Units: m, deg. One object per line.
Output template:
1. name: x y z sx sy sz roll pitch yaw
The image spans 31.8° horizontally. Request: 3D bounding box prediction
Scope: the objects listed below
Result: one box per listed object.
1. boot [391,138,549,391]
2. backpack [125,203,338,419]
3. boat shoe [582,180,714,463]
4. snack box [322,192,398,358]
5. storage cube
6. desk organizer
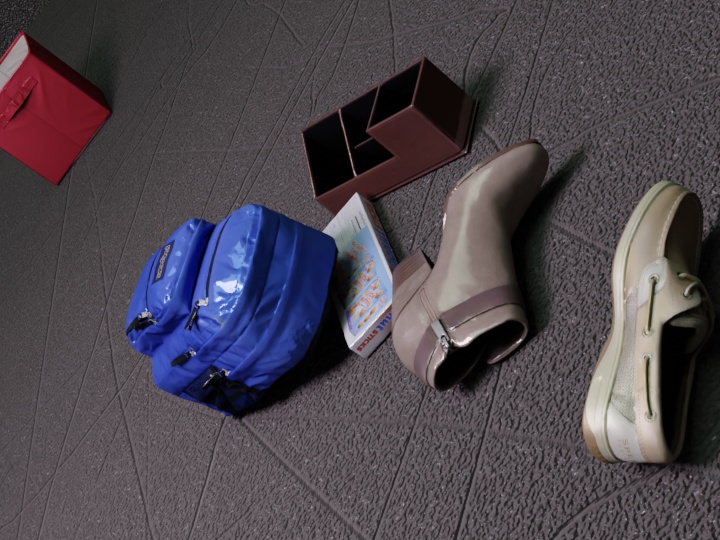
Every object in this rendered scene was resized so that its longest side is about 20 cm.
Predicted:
1. boot: 0.103 0.002 1.034 0.200 0.070 0.147 -47 35 16
2. backpack: -0.123 0.034 1.219 0.199 0.166 0.165 -33 42 50
3. boat shoe: 0.204 0.032 0.836 0.064 0.072 0.202 -3 59 45
4. snack box: 0.000 0.000 1.225 0.072 0.024 0.201 -47 29 16
5. storage cube: -0.572 -0.291 2.254 0.172 0.179 0.200 -51 27 5
6. desk organizer: 0.019 -0.131 1.282 0.199 0.077 0.072 -24 40 44
